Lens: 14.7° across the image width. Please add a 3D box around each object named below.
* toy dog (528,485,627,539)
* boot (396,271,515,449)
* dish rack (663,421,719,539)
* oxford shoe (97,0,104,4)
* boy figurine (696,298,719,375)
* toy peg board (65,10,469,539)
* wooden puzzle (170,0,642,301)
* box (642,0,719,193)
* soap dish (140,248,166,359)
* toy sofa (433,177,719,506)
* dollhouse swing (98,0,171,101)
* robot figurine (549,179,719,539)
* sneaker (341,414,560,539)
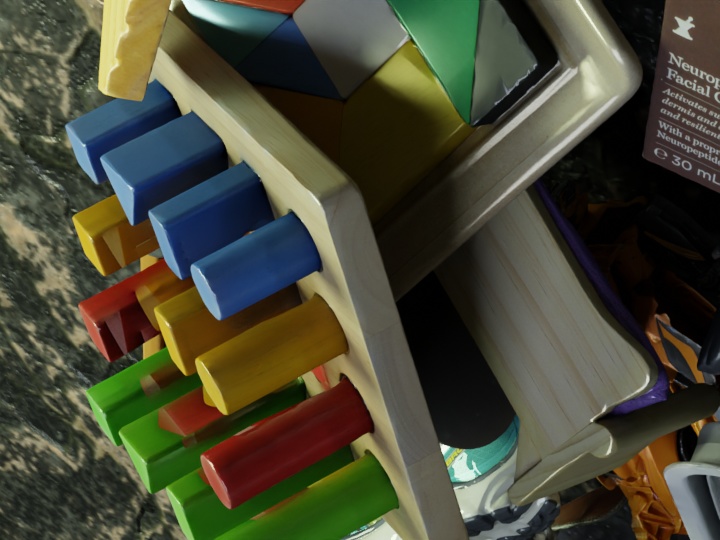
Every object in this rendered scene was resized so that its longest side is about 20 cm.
[{"bbox_3d":[0.113,0.157,1.389,0.096,0.200,0.132,0,130,-13],"label":"toy dog"},{"bbox_3d":[0.000,0.000,1.291,0.200,0.074,0.075,50,167,5],"label":"boot"},{"bbox_3d":[0.223,0.115,1.178,0.171,0.044,0.200,15,161,21],"label":"dish rack"},{"bbox_3d":[-0.094,-0.138,1.275,0.200,0.071,0.071,42,146,-7],"label":"oxford shoe"},{"bbox_3d":[0.241,0.048,1.148,0.199,0.065,0.124,23,176,-2],"label":"boy figurine"},{"bbox_3d":[-0.061,0.023,1.167,0.200,0.098,0.200,43,157,51],"label":"toy peg board"},{"bbox_3d":[0.002,-0.097,1.141,0.200,0.037,0.186,-43,72,38],"label":"wooden puzzle"},{"bbox_3d":[0.172,-0.106,1.041,0.100,0.075,0.201,27,144,19],"label":"box"},{"bbox_3d":[-0.039,0.028,1.413,0.157,0.081,0.200,28,148,17],"label":"soap dish"},{"bbox_3d":[0.071,-0.012,1.181,0.098,0.083,0.201,-41,73,37],"label":"toy sofa"},{"bbox_3d":[-0.135,-0.196,1.111,0.181,0.176,0.200,21,142,-2],"label":"dollhouse swing"},{"bbox_3d":[0.132,0.045,1.281,0.145,0.058,0.200,-3,129,46],"label":"robot figurine"},{"bbox_3d":[0.028,0.104,1.356,0.077,0.080,0.200,8,157,-37],"label":"sneaker"}]
